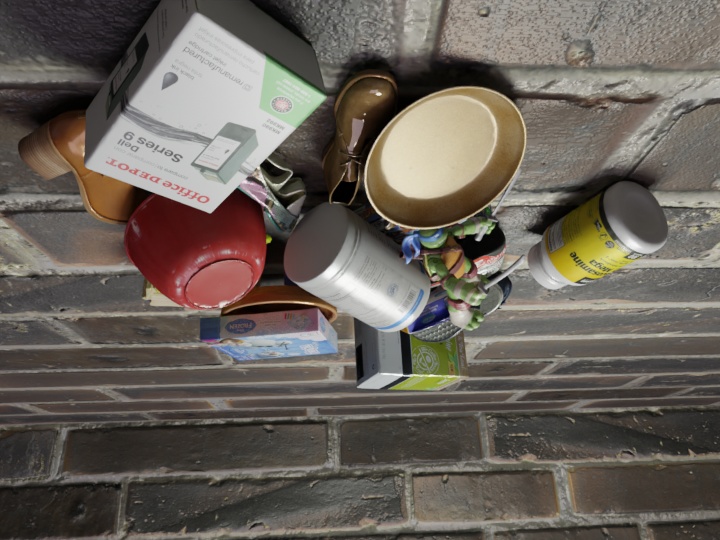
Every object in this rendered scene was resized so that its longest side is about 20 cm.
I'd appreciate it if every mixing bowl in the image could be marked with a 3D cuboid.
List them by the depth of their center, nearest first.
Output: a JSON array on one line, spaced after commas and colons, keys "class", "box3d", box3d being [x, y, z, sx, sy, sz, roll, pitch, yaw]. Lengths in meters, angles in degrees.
[{"class": "mixing bowl", "box3d": [-0.208, -0.018, 0.763, 0.200, 0.109, 0.200, -21, 146, -15]}]

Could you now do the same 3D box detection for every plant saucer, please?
[{"class": "plant saucer", "box3d": [0.097, -0.135, 0.664, 0.199, 0.036, 0.201, -10, 138, -9]}, {"class": "plant saucer", "box3d": [-0.140, 0.066, 0.965, 0.199, 0.038, 0.200, -4, 161, -1]}]

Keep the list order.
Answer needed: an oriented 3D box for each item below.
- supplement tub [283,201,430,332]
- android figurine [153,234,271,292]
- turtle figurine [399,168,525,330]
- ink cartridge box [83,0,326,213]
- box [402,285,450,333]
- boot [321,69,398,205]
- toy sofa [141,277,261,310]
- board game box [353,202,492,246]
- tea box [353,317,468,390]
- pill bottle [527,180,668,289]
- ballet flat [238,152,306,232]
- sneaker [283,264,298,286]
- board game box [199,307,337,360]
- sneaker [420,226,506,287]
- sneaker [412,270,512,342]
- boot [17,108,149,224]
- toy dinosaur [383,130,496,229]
[{"class": "supplement tub", "box3d": [0.000, 0.000, 0.829, 0.132, 0.132, 0.200, -21, 141, 36]}, {"class": "android figurine", "box3d": [-0.239, -0.032, 0.871, 0.199, 0.041, 0.182, -22, 140, -5]}, {"class": "turtle figurine", "box3d": [0.170, -0.005, 0.794, 0.199, 0.144, 0.194, -23, 142, 4]}, {"class": "ink cartridge box", "box3d": [-0.154, -0.161, 0.543, 0.200, 0.084, 0.146, -37, 142, 31]}, {"class": "box", "box3d": [0.095, 0.058, 0.980, 0.119, 0.042, 0.200, -22, -168, -20]}, {"class": "boot", "box3d": [-0.002, -0.147, 0.654, 0.073, 0.076, 0.200, 6, 154, -13]}, {"class": "toy sofa", "box3d": [-0.279, 0.017, 0.994, 0.199, 0.083, 0.098, 6, 159, -19]}, {"class": "board game box", "box3d": [0.082, -0.079, 0.863, 0.200, 0.035, 0.135, -22, 149, 38]}, {"class": "tea box", "box3d": [0.098, 0.134, 1.149, 0.196, 0.201, 0.134, 5, 156, -20]}, {"class": "pill bottle", "box3d": [0.360, -0.044, 0.873, 0.112, 0.113, 0.200, 8, 154, -22]}, {"class": "ballet flat", "box3d": [-0.117, -0.112, 0.748, 0.071, 0.069, 0.200, -27, 151, 8]}, {"class": "sneaker", "box3d": [-0.033, -0.010, 0.975, 0.199, 0.081, 0.115, -1, 154, -20]}, {"class": "board game box", "box3d": [-0.153, 0.118, 0.990, 0.198, 0.044, 0.200, -6, 161, 5]}, {"class": "sneaker", "box3d": [0.157, -0.003, 0.965, 0.201, 0.067, 0.108, -24, 155, 4]}, {"class": "sneaker", "box3d": [0.197, 0.065, 1.069, 0.202, 0.077, 0.146, -28, -179, 30]}, {"class": "boot", "box3d": [-0.282, -0.127, 0.684, 0.154, 0.074, 0.200, -16, 159, 15]}, {"class": "toy dinosaur", "box3d": [0.067, -0.137, 0.731, 0.106, 0.061, 0.200, 1, 145, -34]}]
